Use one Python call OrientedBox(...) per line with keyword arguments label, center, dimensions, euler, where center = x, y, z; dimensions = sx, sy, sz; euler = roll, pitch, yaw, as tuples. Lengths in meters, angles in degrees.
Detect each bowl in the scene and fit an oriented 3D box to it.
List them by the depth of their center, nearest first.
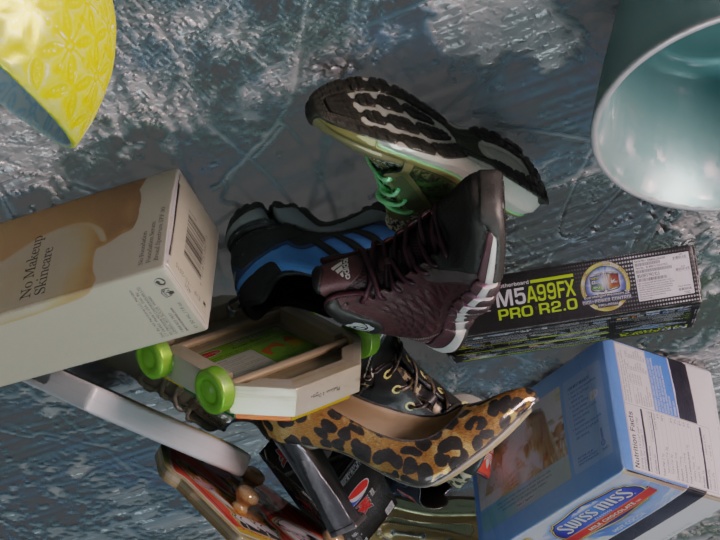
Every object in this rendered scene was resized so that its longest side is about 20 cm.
OrientedBox(label="bowl", center=(-0.198, -0.171, 0.914), dimensions=(0.108, 0.200, 0.200), euler=(-50, 143, -9))
OrientedBox(label="bowl", center=(0.234, -0.135, 1.047), dimensions=(0.199, 0.106, 0.201), euler=(-4, 147, -3))

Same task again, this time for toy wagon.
OrientedBox(label="toy wagon", center=(-0.089, 0.051, 1.242), dimensions=(0.154, 0.199, 0.040), euler=(-18, 120, -41))

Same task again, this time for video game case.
OrientedBox(label="video game case", center=(-0.207, 0.100, 1.323), dimensions=(0.181, 0.023, 0.200), euler=(19, 171, 37))

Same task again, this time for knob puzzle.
OrientedBox(label="knob puzzle", center=(-0.088, 0.186, 1.392), dimensions=(0.219, 0.219, 0.031), euler=(29, 95, -41))

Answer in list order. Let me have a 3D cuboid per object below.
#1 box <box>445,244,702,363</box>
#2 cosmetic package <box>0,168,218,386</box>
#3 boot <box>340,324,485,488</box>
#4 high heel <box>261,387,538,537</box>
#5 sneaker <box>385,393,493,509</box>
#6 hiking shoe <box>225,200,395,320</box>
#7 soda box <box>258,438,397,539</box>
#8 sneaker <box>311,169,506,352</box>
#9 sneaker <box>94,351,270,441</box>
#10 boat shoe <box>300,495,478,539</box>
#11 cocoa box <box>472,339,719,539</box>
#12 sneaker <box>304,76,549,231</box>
OrientedBox(label="box", center=(0.158, 0.028, 1.297), dimensions=(0.198, 0.045, 0.160), euler=(-9, 171, 8))
OrientedBox(label="cosmetic package", center=(-0.207, 0.009, 1.210), dimensions=(0.198, 0.106, 0.071), euler=(-16, 133, 16))
OrientedBox(label="boot", center=(0.045, 0.092, 1.352), dimensions=(0.153, 0.074, 0.204), euler=(30, 150, 2))
OrientedBox(label="high heel", center=(0.023, 0.098, 1.280), dimensions=(0.199, 0.143, 0.071), euler=(-30, 180, 13))
OrientedBox(label="sneaker", center=(0.035, 0.183, 1.536), dimensions=(0.199, 0.085, 0.075), euler=(-27, 141, 31))
OrientedBox(label="hiking shoe", center=(0.000, 0.000, 1.244), dimensions=(0.198, 0.087, 0.075), euler=(-3, 148, -3))
OrientedBox(label="soda box", center=(-0.024, 0.176, 1.425), dimensions=(0.063, 0.071, 0.200), euler=(-49, 160, -12))
OrientedBox(label="sneaker", center=(0.027, -0.002, 1.126), dimensions=(0.114, 0.076, 0.200), euler=(4, 150, -8))
OrientedBox(label="sneaker", center=(-0.131, 0.079, 1.351), dimensions=(0.199, 0.088, 0.074), euler=(15, 144, -26))
OrientedBox(label="boat shoe", center=(0.036, 0.266, 1.672), dimensions=(0.198, 0.077, 0.072), euler=(-2, 148, -4))
OrientedBox(label="cocoa box", center=(0.206, 0.172, 1.493), dimensions=(0.130, 0.134, 0.200), euler=(18, 141, -30))
OrientedBox(label="sneaker", center=(0.036, -0.061, 1.145), dimensions=(0.199, 0.077, 0.089), euler=(22, 120, -34))
